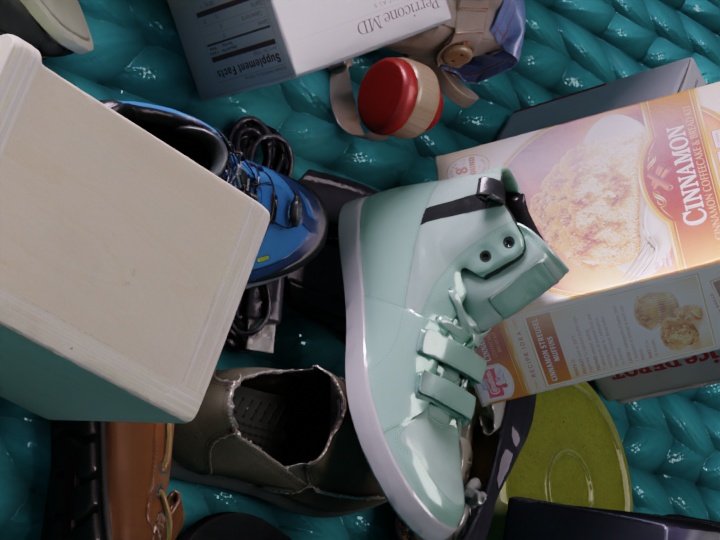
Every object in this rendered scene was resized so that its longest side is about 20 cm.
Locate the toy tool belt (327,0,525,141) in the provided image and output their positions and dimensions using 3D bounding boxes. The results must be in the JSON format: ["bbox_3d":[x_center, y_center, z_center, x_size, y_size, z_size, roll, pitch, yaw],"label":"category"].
[{"bbox_3d":[0.058,-0.167,1.217,0.122,0.124,0.202,15,69,-40],"label":"toy tool belt"}]

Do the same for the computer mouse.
[{"bbox_3d":[0.000,0.000,1.151,0.199,0.052,0.140,25,61,-46],"label":"computer mouse"}]

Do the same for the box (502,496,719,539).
[{"bbox_3d":[0.177,0.252,1.223,0.198,0.123,0.202,13,84,-49],"label":"box"}]

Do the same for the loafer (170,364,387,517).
[{"bbox_3d":[-0.027,0.091,1.066,0.199,0.069,0.076,9,73,-45],"label":"loafer"}]

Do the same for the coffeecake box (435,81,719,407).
[{"bbox_3d":[0.151,-0.019,1.165,0.154,0.199,0.073,-94,165,-47],"label":"coffeecake box"}]

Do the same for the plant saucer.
[{"bbox_3d":[0.126,0.145,1.292,0.199,0.031,0.202,18,66,-48],"label":"plant saucer"}]

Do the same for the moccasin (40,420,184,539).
[{"bbox_3d":[-0.115,0.122,0.960,0.077,0.073,0.203,16,58,-39],"label":"moccasin"}]

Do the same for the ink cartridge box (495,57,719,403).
[{"bbox_3d":[0.192,-0.022,1.327,0.201,0.145,0.083,58,37,-24],"label":"ink cartridge box"}]

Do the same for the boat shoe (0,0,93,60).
[{"bbox_3d":[-0.188,-0.133,0.930,0.075,0.066,0.199,64,9,8],"label":"boat shoe"}]

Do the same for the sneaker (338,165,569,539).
[{"bbox_3d":[0.056,0.037,1.056,0.074,0.118,0.202,30,46,-57],"label":"sneaker"}]

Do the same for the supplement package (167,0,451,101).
[{"bbox_3d":[-0.049,-0.208,1.073,0.113,0.109,0.201,-24,100,-31],"label":"supplement package"}]

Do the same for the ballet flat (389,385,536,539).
[{"bbox_3d":[0.060,0.101,1.181,0.073,0.073,0.201,45,51,-36],"label":"ballet flat"}]

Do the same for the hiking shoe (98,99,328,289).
[{"bbox_3d":[-0.084,-0.036,1.006,0.199,0.086,0.075,12,72,-41],"label":"hiking shoe"}]

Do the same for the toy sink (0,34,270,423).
[{"bbox_3d":[-0.161,-0.025,0.851,0.199,0.130,0.113,31,69,-32],"label":"toy sink"}]

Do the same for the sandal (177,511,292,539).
[{"bbox_3d":[-0.026,0.183,1.070,0.200,0.048,0.076,35,55,-43],"label":"sandal"}]
